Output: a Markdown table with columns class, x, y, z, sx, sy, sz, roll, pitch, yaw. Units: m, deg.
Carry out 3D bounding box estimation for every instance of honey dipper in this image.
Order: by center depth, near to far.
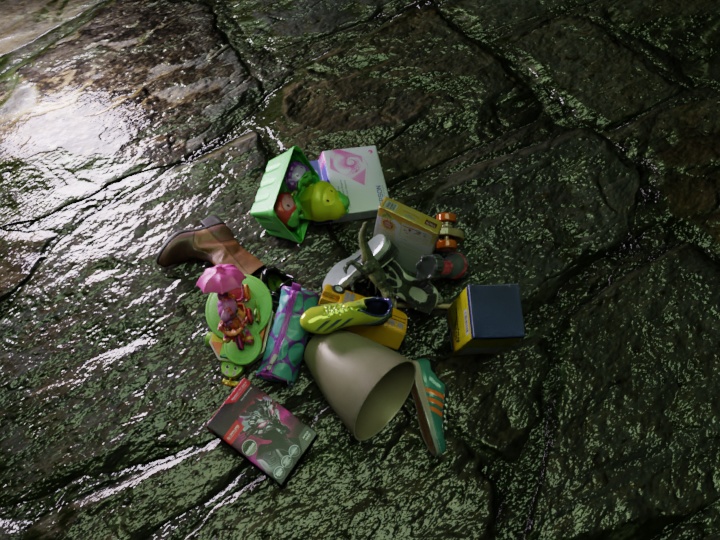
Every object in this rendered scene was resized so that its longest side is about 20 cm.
| class | x | y | z | sx | sy | sz | roll | pitch | yaw |
| --- | --- | --- | --- | --- | --- | --- | --- | --- | --- |
| honey dipper | 0.133 | 0.079 | 1.386 | 0.195 | 0.038 | 0.039 | 1 | 62 | -5 |

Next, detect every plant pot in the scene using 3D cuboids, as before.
| class | x | y | z | sx | sy | sz | roll | pitch | yaw |
| --- | --- | --- | --- | --- | --- | --- | --- | --- | --- |
| plant pot | -0.018 | 0.208 | 1.240 | 0.199 | 0.189 | 0.187 | 35 | 64 | 30 |

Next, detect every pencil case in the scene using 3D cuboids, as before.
| class | x | y | z | sx | sy | sz | roll | pitch | yaw |
| --- | --- | --- | --- | --- | --- | --- | --- | --- | --- |
| pencil case | -0.150 | 0.134 | 1.253 | 0.083 | 0.092 | 0.204 | 11 | 77 | 16 |

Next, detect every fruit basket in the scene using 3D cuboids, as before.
| class | x | y | z | sx | sy | sz | roll | pitch | yaw |
| --- | --- | --- | --- | --- | --- | --- | --- | --- | --- |
| fruit basket | -0.134 | -0.175 | 1.429 | 0.212 | 0.156 | 0.219 | -15 | 53 | 21 |

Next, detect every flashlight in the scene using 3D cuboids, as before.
| class | x | y | z | sx | sy | sz | roll | pitch | yaw |
| --- | --- | --- | --- | --- | --- | --- | --- | --- | --- |
| flashlight | 0.190 | -0.012 | 1.353 | 0.067 | 0.199 | 0.069 | -11 | 83 | 27 |

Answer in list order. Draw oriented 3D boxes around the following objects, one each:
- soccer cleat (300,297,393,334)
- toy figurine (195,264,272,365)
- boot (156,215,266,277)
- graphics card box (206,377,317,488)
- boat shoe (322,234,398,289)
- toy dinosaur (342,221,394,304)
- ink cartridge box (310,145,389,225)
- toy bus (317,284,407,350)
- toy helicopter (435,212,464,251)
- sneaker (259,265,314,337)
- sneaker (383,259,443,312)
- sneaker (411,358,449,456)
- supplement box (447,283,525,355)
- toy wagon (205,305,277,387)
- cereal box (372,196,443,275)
| class | x | y | z | sx | sy | sz | roll | pitch | yaw |
| --- | --- | --- | --- | --- | --- | --- | --- | --- | --- |
| soccer cleat | -0.026 | 0.083 | 1.227 | 0.196 | 0.084 | 0.066 | -4 | 62 | -21 |
| toy figurine | -0.265 | 0.072 | 1.213 | 0.147 | 0.185 | 0.204 | -10 | 69 | 1 |
| boot | -0.343 | -0.014 | 1.381 | 0.187 | 0.069 | 0.200 | -31 | 64 | -32 |
| graphics card box | -0.198 | 0.327 | 1.222 | 0.198 | 0.051 | 0.126 | 34 | 65 | 12 |
| boat shoe | 0.000 | 0.000 | 1.369 | 0.199 | 0.063 | 0.071 | -35 | 39 | 23 |
| toy dinosaur | 0.009 | -0.002 | 1.303 | 0.087 | 0.203 | 0.048 | -25 | 25 | -4 |
| ink cartridge box | -0.036 | -0.219 | 1.527 | 0.196 | 0.044 | 0.200 | -8 | 64 | -10 |
| toy bus | 0.002 | 0.102 | 1.326 | 0.196 | 0.066 | 0.079 | 20 | 35 | -4 |
| toy helicopter | 0.149 | -0.075 | 1.435 | 0.196 | 0.132 | 0.081 | -4 | 78 | 21 |
| sneaker | -0.158 | 0.064 | 1.341 | 0.073 | 0.088 | 0.200 | -38 | 71 | -21 |
| sneaker | 0.109 | 0.035 | 1.377 | 0.199 | 0.088 | 0.078 | 37 | 102 | 32 |
| sneaker | 0.157 | 0.280 | 1.263 | 0.078 | 0.072 | 0.204 | -8 | 68 | -13 |
| supplement box | 0.260 | 0.108 | 1.279 | 0.106 | 0.200 | 0.112 | -1 | 72 | -5 |
| toy wagon | -0.258 | 0.148 | 1.304 | 0.152 | 0.040 | 0.204 | 8 | 67 | 10 |
| cereal box | 0.098 | -0.064 | 1.365 | 0.142 | 0.201 | 0.040 | 25 | 58 | 9 |
